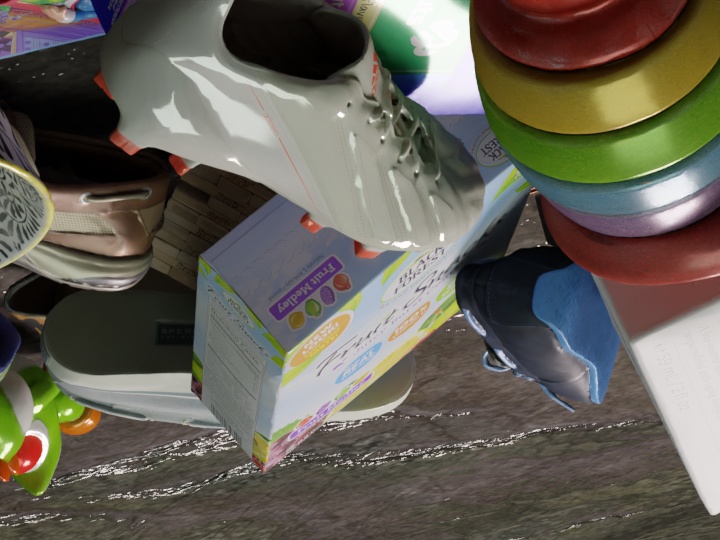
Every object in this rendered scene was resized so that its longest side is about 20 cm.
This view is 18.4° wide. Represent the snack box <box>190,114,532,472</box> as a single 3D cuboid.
[{"bbox_3d":[0.000,0.000,1.083,0.169,0.068,0.200,-40,166,-17],"label":"snack box"}]

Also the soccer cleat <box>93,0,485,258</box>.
[{"bbox_3d":[-0.009,-0.057,0.821,0.078,0.069,0.200,-40,144,27],"label":"soccer cleat"}]

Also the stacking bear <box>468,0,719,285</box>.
[{"bbox_3d":[0.090,-0.092,0.795,0.114,0.122,0.200,-32,140,0],"label":"stacking bear"}]

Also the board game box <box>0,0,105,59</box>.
[{"bbox_3d":[-0.100,-0.117,0.917,0.200,0.039,0.158,-13,162,-3],"label":"board game box"}]

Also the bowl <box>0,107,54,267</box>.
[{"bbox_3d":[-0.229,-0.057,0.904,0.200,0.094,0.201,-8,162,-3],"label":"bowl"}]

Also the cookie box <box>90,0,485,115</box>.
[{"bbox_3d":[0.020,-0.137,0.850,0.200,0.075,0.171,-4,146,-30],"label":"cookie box"}]

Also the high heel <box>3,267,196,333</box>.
[{"bbox_3d":[-0.096,-0.002,1.207,0.142,0.072,0.200,-4,167,-39],"label":"high heel"}]

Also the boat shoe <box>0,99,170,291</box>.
[{"bbox_3d":[-0.180,-0.048,1.038,0.200,0.076,0.072,11,120,-35],"label":"boat shoe"}]

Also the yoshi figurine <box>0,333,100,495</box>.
[{"bbox_3d":[-0.223,0.062,1.314,0.112,0.113,0.200,25,-179,8],"label":"yoshi figurine"}]

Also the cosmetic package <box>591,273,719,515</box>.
[{"bbox_3d":[0.207,-0.012,0.996,0.200,0.123,0.199,-27,147,5],"label":"cosmetic package"}]

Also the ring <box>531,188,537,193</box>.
[{"bbox_3d":[0.092,-0.072,1.176,0.200,0.019,0.200,-12,161,-4],"label":"ring"}]

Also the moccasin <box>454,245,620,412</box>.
[{"bbox_3d":[0.095,0.018,1.146,0.068,0.081,0.200,10,166,16],"label":"moccasin"}]

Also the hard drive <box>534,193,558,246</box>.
[{"bbox_3d":[0.191,-0.039,1.213,0.139,0.038,0.200,-18,-168,-10],"label":"hard drive"}]

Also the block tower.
[{"bbox_3d":[-0.054,-0.051,1.077,0.058,0.054,0.200,28,149,-3],"label":"block tower"}]

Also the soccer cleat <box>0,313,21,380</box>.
[{"bbox_3d":[-0.202,0.013,0.912,0.084,0.065,0.200,-38,156,-2],"label":"soccer cleat"}]

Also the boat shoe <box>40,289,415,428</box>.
[{"bbox_3d":[-0.072,0.051,1.204,0.200,0.070,0.072,6,155,-4],"label":"boat shoe"}]
